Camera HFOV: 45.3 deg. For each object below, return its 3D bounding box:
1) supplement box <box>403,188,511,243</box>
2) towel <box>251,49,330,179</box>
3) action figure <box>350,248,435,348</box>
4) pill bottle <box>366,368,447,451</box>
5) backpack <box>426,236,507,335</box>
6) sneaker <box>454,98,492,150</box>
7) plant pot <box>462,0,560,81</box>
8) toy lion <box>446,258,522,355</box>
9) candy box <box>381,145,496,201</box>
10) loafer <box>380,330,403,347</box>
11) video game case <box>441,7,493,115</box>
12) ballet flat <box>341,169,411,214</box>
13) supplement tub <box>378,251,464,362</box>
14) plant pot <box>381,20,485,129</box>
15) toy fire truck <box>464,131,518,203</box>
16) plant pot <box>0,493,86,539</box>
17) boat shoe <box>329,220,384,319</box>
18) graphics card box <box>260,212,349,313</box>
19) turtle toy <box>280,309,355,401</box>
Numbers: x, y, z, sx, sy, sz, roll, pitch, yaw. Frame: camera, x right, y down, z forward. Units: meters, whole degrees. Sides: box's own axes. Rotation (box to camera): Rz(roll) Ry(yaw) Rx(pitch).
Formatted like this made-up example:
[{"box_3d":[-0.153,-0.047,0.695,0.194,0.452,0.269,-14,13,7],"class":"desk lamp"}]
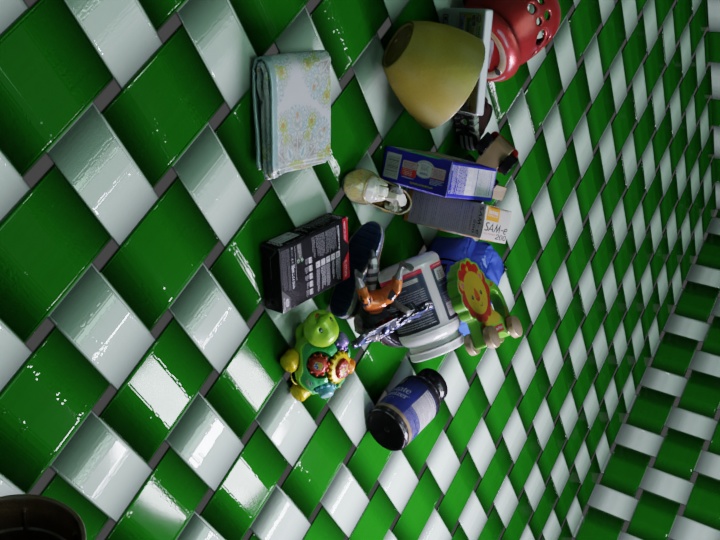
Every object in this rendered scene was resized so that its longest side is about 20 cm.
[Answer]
[{"box_3d":[0.209,-0.117,1.857,0.125,0.197,0.075,6,98,-54],"class":"supplement box"},{"box_3d":[-0.115,-0.269,1.478,0.170,0.047,0.205,-25,122,-52],"class":"towel"},{"box_3d":[0.050,0.057,1.682,0.197,0.105,0.196,-20,140,-30],"class":"action figure"},{"box_3d":[0.112,0.309,1.953,0.199,0.110,0.114,-36,130,-43],"class":"pill bottle"},{"box_3d":[0.208,0.034,1.939,0.167,0.160,0.203,40,60,-39],"class":"backpack"},{"box_3d":[0.255,-0.383,1.949,0.116,0.074,0.203,-54,151,-36],"class":"sneaker"},{"box_3d":[0.300,-0.525,1.850,0.182,0.198,0.203,-45,136,-24],"class":"plant pot"},{"box_3d":[0.252,0.068,1.820,0.199,0.068,0.196,-11,81,-56],"class":"toy lion"},{"box_3d":[0.166,-0.201,1.793,0.198,0.167,0.079,-1,107,-55],"class":"candy box"},{"box_3d":[0.071,0.140,1.879,0.198,0.062,0.073,17,56,-53],"class":"loafer"},{"box_3d":[0.210,-0.432,1.772,0.022,0.182,0.205,-3,107,-23],"class":"video game case"},{"box_3d":[0.040,-0.154,1.722,0.199,0.070,0.072,17,88,-55],"class":"ballet flat"},{"box_3d":[0.129,0.075,1.810,0.139,0.139,0.204,-21,92,-49],"class":"supplement tub"},{"box_3d":[0.125,-0.400,1.671,0.140,0.199,0.204,29,77,-26],"class":"plant pot"},{"box_3d":[0.299,-0.224,2.002,0.177,0.128,0.200,-50,177,20],"class":"toy fire truck"},{"box_3d":[-0.459,0.442,1.135,0.199,0.198,0.202,-25,129,-48],"class":"plant pot"},{"box_3d":[0.000,0.000,1.726,0.072,0.071,0.203,21,94,-60],"class":"boat shoe"},{"box_3d":[-0.098,-0.016,1.589,0.199,0.050,0.128,-30,126,-47],"class":"graphics card box"},{"box_3d":[-0.073,0.158,1.642,0.146,0.100,0.203,-45,136,-36],"class":"turtle toy"}]
